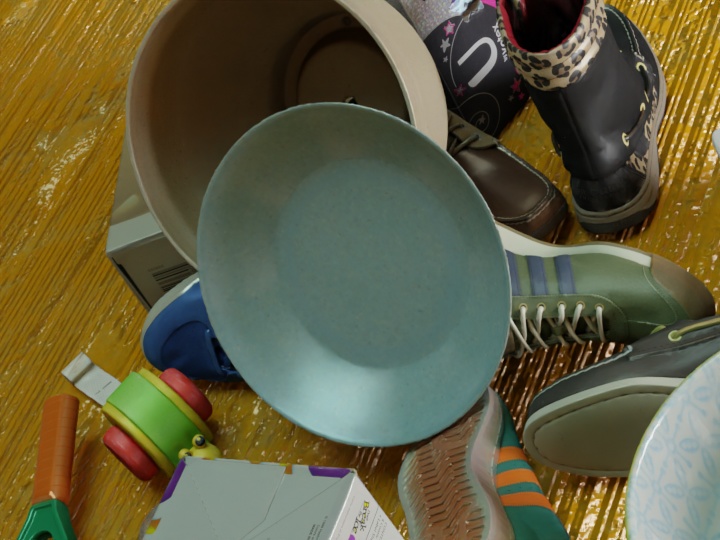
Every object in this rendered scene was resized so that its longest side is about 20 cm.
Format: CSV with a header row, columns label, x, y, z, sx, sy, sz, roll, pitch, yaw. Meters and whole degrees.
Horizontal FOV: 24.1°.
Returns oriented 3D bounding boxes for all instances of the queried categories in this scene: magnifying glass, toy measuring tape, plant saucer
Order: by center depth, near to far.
label,x,y,z,sx,sy,sz,roll,pitch,yaw
plant saucer,0.000,0.000,0.961,0.199,0.203,0.039,-5,14,29
magnifying glass,-0.198,0.169,1.066,0.079,0.022,0.201,-18,52,22
toy measuring tape,-0.153,0.084,1.103,0.074,0.074,0.199,-45,42,-14

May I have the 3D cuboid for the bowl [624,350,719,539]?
label,x,y,z,sx,sy,sz,roll,pitch,yaw
bowl,0.232,0.127,0.785,0.199,0.108,0.201,-17,42,16

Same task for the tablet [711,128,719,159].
label,x,y,z,sx,sy,sz,roll,pitch,yaw
tablet,0.281,-0.026,0.931,0.129,0.014,0.201,-3,38,-5

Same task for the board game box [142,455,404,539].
label,x,y,z,sx,sy,sz,roll,pitch,yaw
board game box,-0.020,0.191,0.809,0.102,0.201,0.105,1,50,33

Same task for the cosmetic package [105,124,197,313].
label,x,y,z,sx,sy,sz,roll,pitch,yaw
cosmetic package,-0.118,-0.059,1.199,0.071,0.106,0.201,-18,41,17

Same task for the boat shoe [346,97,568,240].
label,x,y,z,sx,sy,sz,roll,pitch,yaw
boat shoe,0.053,-0.069,1.122,0.199,0.072,0.076,24,65,45

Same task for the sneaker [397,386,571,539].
label,x,y,z,sx,sy,sz,roll,pitch,yaw
sneaker,0.071,0.136,0.918,0.071,0.080,0.200,-39,18,18

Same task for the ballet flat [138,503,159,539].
label,x,y,z,sx,sy,sz,roll,pitch,yaw
ballet flat,-0.065,0.151,0.982,0.199,0.067,0.068,7,53,37

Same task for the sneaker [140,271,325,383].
label,x,y,z,sx,sy,sz,roll,pitch,yaw
sneaker,-0.056,0.051,1.068,0.198,0.077,0.112,-11,35,15

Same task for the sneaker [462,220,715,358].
label,x,y,z,sx,sy,sz,roll,pitch,yaw
sneaker,0.099,0.026,0.984,0.199,0.067,0.090,17,50,32

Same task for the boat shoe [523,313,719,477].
label,x,y,z,sx,sy,sz,roll,pitch,yaw
boat shoe,0.185,0.059,0.915,0.199,0.072,0.061,-13,42,10

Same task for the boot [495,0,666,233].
label,x,y,z,sx,sy,sz,roll,pitch,yaw
boot,0.140,-0.140,1.076,0.073,0.151,0.201,-12,44,22

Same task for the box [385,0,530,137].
label,x,y,z,sx,sy,sz,roll,pitch,yaw
box,0.037,-0.198,1.162,0.132,0.200,0.115,23,65,45

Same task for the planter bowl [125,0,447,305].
label,x,y,z,sx,sy,sz,roll,pitch,yaw
planter bowl,-0.028,-0.095,1.046,0.199,0.202,0.135,-5,14,28
